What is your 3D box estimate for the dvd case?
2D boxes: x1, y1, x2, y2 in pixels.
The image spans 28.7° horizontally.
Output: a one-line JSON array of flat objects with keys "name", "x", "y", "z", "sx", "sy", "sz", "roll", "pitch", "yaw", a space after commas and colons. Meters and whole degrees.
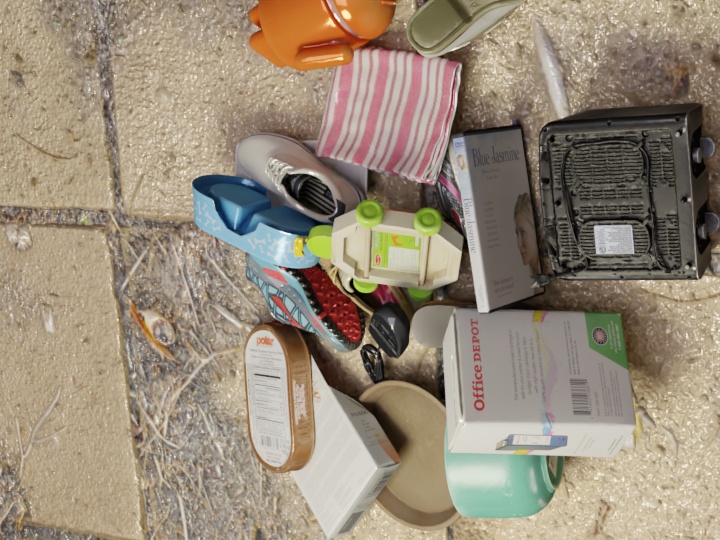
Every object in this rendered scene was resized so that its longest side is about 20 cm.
[{"name": "dvd case", "x": 0.159, "y": -0.061, "z": 1.597, "sx": 0.017, "sy": 0.142, "sz": 0.203, "roll": -6, "pitch": 95, "yaw": 35}]

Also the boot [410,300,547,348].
[{"name": "boot", "x": 0.161, "y": 0.063, "z": 1.689, "sx": 0.197, "sy": 0.076, "sz": 0.075, "roll": 8, "pitch": 103, "yaw": 3}]

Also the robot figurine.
[{"name": "robot figurine", "x": -0.040, "y": -0.308, "z": 1.667, "sx": 0.198, "sy": 0.144, "sz": 0.117, "roll": -21, "pitch": 109, "yaw": 32}]

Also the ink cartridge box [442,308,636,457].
[{"name": "ink cartridge box", "x": 0.196, "y": 0.126, "z": 1.586, "sx": 0.197, "sy": 0.147, "sz": 0.088, "roll": 2, "pitch": 149, "yaw": -8}]

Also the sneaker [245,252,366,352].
[{"name": "sneaker", "x": -0.073, "y": 0.036, "z": 1.821, "sx": 0.200, "sy": 0.079, "sz": 0.096, "roll": 47, "pitch": 138, "yaw": 15}]

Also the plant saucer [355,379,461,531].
[{"name": "plant saucer", "x": 0.068, "y": 0.232, "z": 1.793, "sx": 0.198, "sy": 0.029, "sz": 0.203, "roll": 16, "pitch": 115, "yaw": 37}]

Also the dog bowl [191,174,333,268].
[{"name": "dog bowl", "x": -0.125, "y": -0.060, "z": 1.745, "sx": 0.198, "sy": 0.111, "sz": 0.050, "roll": 25, "pitch": 113, "yaw": 27}]

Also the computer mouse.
[{"name": "computer mouse", "x": 0.033, "y": 0.090, "z": 1.738, "sx": 0.059, "sy": 0.034, "sz": 0.200, "roll": 50, "pitch": 159, "yaw": 13}]

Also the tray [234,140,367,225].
[{"name": "tray", "x": -0.073, "y": -0.110, "z": 1.788, "sx": 0.198, "sy": 0.022, "sz": 0.109, "roll": 1, "pitch": 90, "yaw": 29}]

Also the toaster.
[{"name": "toaster", "x": 0.288, "y": -0.083, "z": 1.544, "sx": 0.198, "sy": 0.118, "sz": 0.183, "roll": -1, "pitch": 103, "yaw": 29}]

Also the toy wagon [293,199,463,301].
[{"name": "toy wagon", "x": 0.020, "y": -0.028, "z": 1.654, "sx": 0.197, "sy": 0.040, "sz": 0.156, "roll": 9, "pitch": 148, "yaw": 4}]

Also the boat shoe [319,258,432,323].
[{"name": "boat shoe", "x": 0.000, "y": 0.000, "z": 1.761, "sx": 0.199, "sy": 0.066, "sz": 0.075, "roll": 36, "pitch": 119, "yaw": 16}]

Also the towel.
[{"name": "towel", "x": 0.029, "y": -0.190, "z": 1.672, "sx": 0.199, "sy": 0.030, "sz": 0.148, "roll": 17, "pitch": 97, "yaw": 40}]

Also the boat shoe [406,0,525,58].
[{"name": "boat shoe", "x": 0.142, "y": -0.312, "z": 1.592, "sx": 0.199, "sy": 0.068, "sz": 0.075, "roll": -30, "pitch": 83, "yaw": 12}]

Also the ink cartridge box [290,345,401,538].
[{"name": "ink cartridge box", "x": -0.041, "y": 0.223, "z": 1.850, "sx": 0.201, "sy": 0.050, "sz": 0.163, "roll": 59, "pitch": 136, "yaw": 30}]

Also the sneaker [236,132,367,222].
[{"name": "sneaker", "x": -0.081, "y": -0.118, "z": 1.739, "sx": 0.199, "sy": 0.071, "sz": 0.074, "roll": 27, "pitch": 101, "yaw": 27}]

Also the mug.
[{"name": "mug", "x": 0.175, "y": 0.200, "z": 1.669, "sx": 0.113, "sy": 0.152, "sz": 0.188, "roll": -3, "pitch": 101, "yaw": 23}]

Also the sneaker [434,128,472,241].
[{"name": "sneaker", "x": 0.138, "y": -0.062, "z": 1.659, "sx": 0.074, "sy": 0.080, "sz": 0.202, "roll": -20, "pitch": 89, "yaw": 32}]

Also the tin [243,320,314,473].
[{"name": "tin", "x": -0.109, "y": 0.167, "z": 1.858, "sx": 0.111, "sy": 0.042, "sz": 0.203, "roll": 2, "pitch": 97, "yaw": 47}]
